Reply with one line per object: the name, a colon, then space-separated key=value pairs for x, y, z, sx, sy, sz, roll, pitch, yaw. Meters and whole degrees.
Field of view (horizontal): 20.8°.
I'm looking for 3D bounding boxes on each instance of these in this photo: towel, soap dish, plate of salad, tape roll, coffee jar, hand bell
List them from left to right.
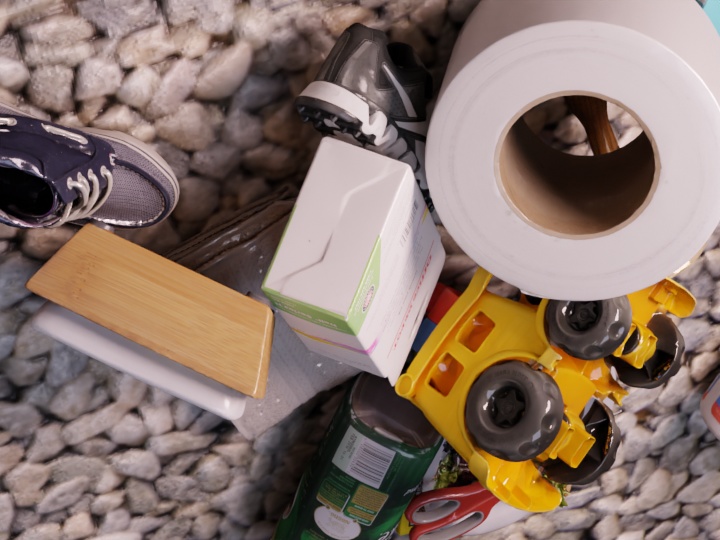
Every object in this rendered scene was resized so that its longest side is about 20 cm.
soap dish: x=-0.129 y=0.034 z=1.294 sx=0.157 sy=0.200 sz=0.081 roll=25 pitch=86 yaw=1
towel: x=-0.067 y=0.035 z=1.455 sx=0.132 sy=0.034 sz=0.200 roll=-31 pitch=134 yaw=-2
coffee jar: x=-0.008 y=0.181 z=1.551 sx=0.085 sy=0.104 sz=0.200 roll=27 pitch=118 yaw=0
plate of salad: x=0.137 y=0.144 z=1.610 sx=0.200 sy=0.048 sz=0.200 roll=-23 pitch=136 yaw=-24
tape roll: x=0.151 y=-0.098 z=1.333 sx=0.203 sy=0.139 sz=0.203 roll=4 pitch=117 yaw=7
hand bell: x=0.181 y=-0.092 z=1.466 sx=0.104 sy=0.104 sz=0.200 roll=-29 pitch=122 yaw=-4

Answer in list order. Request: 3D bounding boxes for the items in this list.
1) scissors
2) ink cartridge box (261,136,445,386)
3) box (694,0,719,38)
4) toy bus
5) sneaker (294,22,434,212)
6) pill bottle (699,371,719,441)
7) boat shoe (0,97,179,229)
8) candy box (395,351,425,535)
scissors: x=0.125 y=0.168 z=1.577 sx=0.200 sy=0.014 sz=0.073 roll=-26 pitch=139 yaw=4
ink cartridge box: x=0.000 y=0.000 z=1.371 sx=0.200 sy=0.067 sz=0.117 roll=60 pitch=50 yaw=-70
box: x=0.251 y=-0.222 z=1.384 sx=0.049 sy=0.082 sz=0.200 roll=7 pitch=122 yaw=-31
toy bus: x=0.121 y=0.049 z=1.461 sx=0.200 sy=0.192 sz=0.136 roll=-54 pitch=144 yaw=6
sneaker: x=0.025 y=-0.108 z=1.363 sx=0.091 sy=0.066 sz=0.200 roll=-66 pitch=151 yaw=-11
pill bottle: x=0.387 y=0.070 z=1.672 sx=0.112 sy=0.112 sz=0.200 roll=15 pitch=118 yaw=-36
boat shoe: x=-0.194 y=-0.052 z=1.276 sx=0.200 sy=0.093 sz=0.075 roll=18 pitch=116 yaw=-37
candy box: x=0.083 y=0.129 z=1.617 sx=0.102 sy=0.026 sz=0.200 roll=-12 pitch=131 yaw=-24
